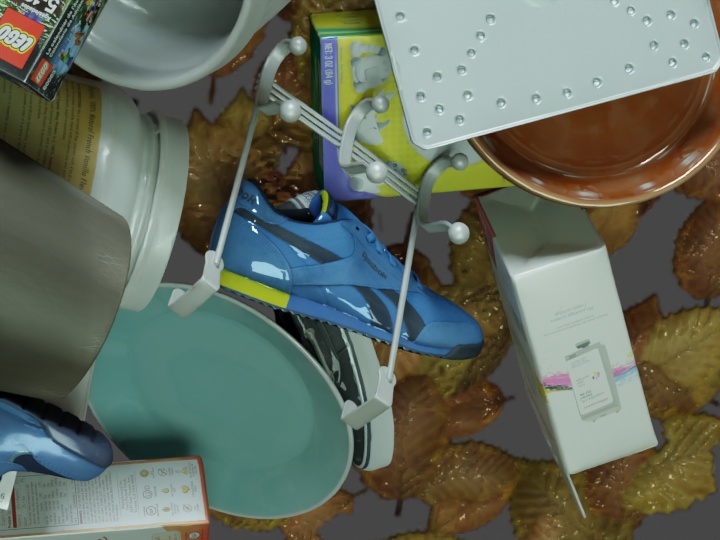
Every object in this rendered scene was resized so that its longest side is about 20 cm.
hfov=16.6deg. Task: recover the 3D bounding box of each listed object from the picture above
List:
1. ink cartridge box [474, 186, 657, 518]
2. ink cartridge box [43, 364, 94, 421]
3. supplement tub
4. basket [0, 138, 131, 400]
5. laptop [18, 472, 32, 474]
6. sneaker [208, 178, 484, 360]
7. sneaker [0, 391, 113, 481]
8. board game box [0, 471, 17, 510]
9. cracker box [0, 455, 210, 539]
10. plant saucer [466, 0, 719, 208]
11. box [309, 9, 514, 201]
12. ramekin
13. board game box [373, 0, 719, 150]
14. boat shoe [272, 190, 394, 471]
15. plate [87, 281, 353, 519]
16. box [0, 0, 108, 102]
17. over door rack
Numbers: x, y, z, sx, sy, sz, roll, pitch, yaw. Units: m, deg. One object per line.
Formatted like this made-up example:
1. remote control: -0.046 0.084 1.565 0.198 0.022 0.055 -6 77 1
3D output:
1. ink cartridge box: 0.140 0.050 1.636 0.067 0.117 0.201 -18 121 -1
2. ink cartridge box: -0.264 0.051 1.513 0.199 0.144 0.084 14 89 -10
3. supplement tub: -0.215 -0.055 1.493 0.199 0.145 0.145 13 114 -17
4. basket: -0.237 -0.015 1.356 0.199 0.136 0.181 22 104 -25
5. laptop: -0.276 0.092 1.638 0.176 0.104 0.201 -3 144 -9
6. sneaker: 0.000 0.000 1.550 0.199 0.066 0.079 20 91 -24
7. sneaker: -0.241 0.100 1.411 0.199 0.074 0.083 12 89 -1
8. board game box: -0.310 0.102 1.512 0.199 0.134 0.034 15 87 -9
9. cracker box: -0.203 0.189 1.650 0.198 0.058 0.134 -3 143 -8
10. plant saucer: 0.144 -0.139 1.526 0.199 0.032 0.202 0 90 -9
11. box: 0.069 -0.110 1.577 0.198 0.048 0.118 -7 118 -9
12. ramekin: -0.112 -0.214 1.409 0.199 0.105 0.201 18 124 28
13. board game box: 0.100 -0.193 1.492 0.199 0.026 0.201 -15 91 -8
14. boat shoe: -0.031 0.049 1.620 0.067 0.072 0.201 -22 118 -16
15. plate: -0.093 0.081 1.617 0.199 0.026 0.201 15 132 17
16. box: -0.218 -0.196 1.346 0.137 0.199 0.038 -61 158 -5
17. over door rack: -0.013 -0.028 1.475 0.147 0.201 0.066 34 144 -23
